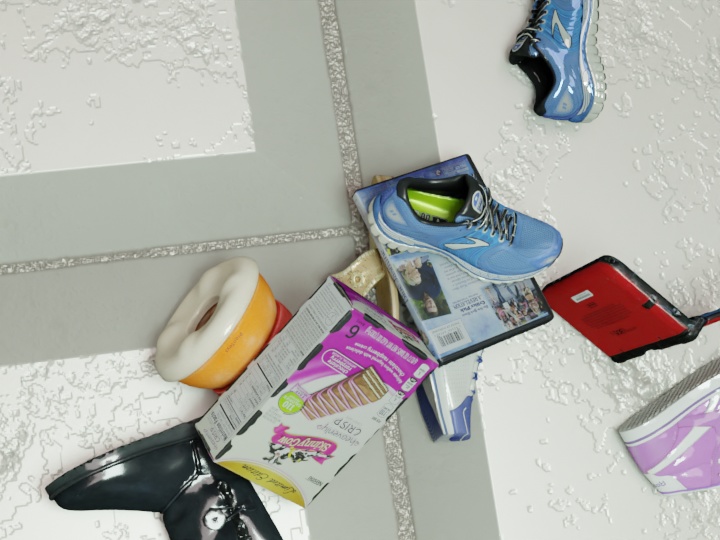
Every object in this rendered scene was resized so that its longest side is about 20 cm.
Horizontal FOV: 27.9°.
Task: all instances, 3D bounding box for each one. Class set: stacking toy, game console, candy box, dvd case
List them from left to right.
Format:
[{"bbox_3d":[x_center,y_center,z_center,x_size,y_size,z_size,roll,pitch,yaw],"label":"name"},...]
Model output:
[{"bbox_3d":[-0.091,0.095,1.444,0.200,0.146,0.146,40,74,-21],"label":"stacking toy"},{"bbox_3d":[-0.041,0.120,1.385,0.200,0.061,0.136,-48,131,10],"label":"candy box"},{"bbox_3d":[0.095,-0.014,1.476,0.142,0.018,0.201,-19,74,-25],"label":"dvd case"},{"bbox_3d":[0.307,0.022,1.486,0.172,0.200,0.119,40,74,-3],"label":"game console"}]

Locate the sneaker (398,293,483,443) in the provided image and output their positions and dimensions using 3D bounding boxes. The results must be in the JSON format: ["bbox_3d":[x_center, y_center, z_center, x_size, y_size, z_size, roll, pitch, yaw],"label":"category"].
[{"bbox_3d":[0.111,0.073,1.497,0.115,0.081,0.200,-8,80,-11],"label":"sneaker"}]

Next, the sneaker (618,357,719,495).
[{"bbox_3d":[0.384,0.165,1.550,0.200,0.073,0.115,-33,92,-5],"label":"sneaker"}]

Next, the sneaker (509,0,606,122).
[{"bbox_3d":[0.208,-0.260,1.570,0.089,0.079,0.201,-5,81,-15],"label":"sneaker"}]

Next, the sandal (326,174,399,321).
[{"bbox_3d":[-0.001,0.002,1.491,0.069,0.078,0.213,3,71,-10],"label":"sandal"}]

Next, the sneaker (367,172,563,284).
[{"bbox_3d":[0.112,-0.045,1.434,0.199,0.089,0.079,12,64,-15],"label":"sneaker"}]

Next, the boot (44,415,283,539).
[{"bbox_3d":[-0.185,0.244,1.405,0.199,0.076,0.169,-19,81,-21],"label":"boot"}]
